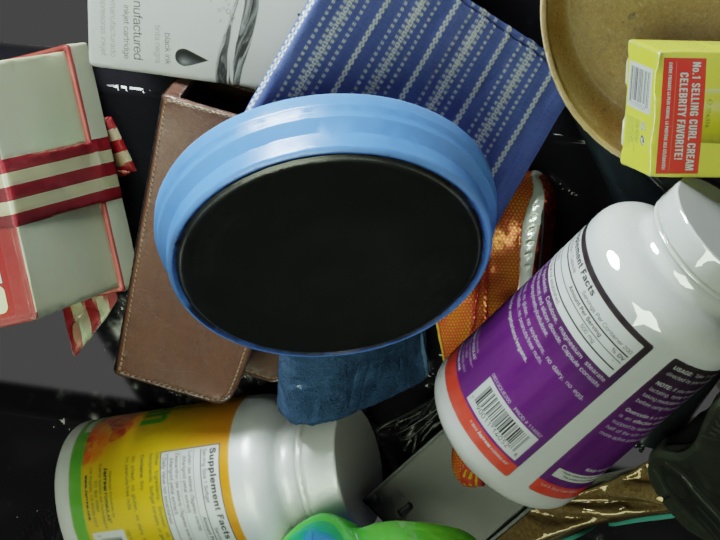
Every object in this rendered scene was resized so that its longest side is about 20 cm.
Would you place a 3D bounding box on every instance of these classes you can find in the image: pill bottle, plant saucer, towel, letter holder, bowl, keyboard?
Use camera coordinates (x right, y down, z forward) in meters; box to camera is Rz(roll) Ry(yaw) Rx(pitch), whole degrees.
[{"bbox_3d":[-0.092,0.142,1.670,0.199,0.111,0.112,-10,111,21],"label":"pill bottle"},{"bbox_3d":[0.191,-0.155,1.440,0.199,0.035,0.202,-3,103,-15],"label":"plant saucer"},{"bbox_3d":[0.141,0.039,1.438,0.112,0.113,0.200,43,119,-5],"label":"pill bottle"},{"bbox_3d":[0.029,-0.096,1.474,0.200,0.024,0.145,30,89,-37],"label":"towel"},{"bbox_3d":[-0.061,-0.021,1.590,0.141,0.101,0.201,17,119,7],"label":"letter holder"},{"bbox_3d":[-0.019,-0.020,1.448,0.199,0.040,0.201,-4,141,-3],"label":"bowl"},{"bbox_3d":[0.000,0.000,1.568,0.048,0.111,0.201,34,132,36],"label":"towel"},{"bbox_3d":[0.092,0.100,1.622,0.200,0.040,0.104,-41,89,10],"label":"keyboard"}]

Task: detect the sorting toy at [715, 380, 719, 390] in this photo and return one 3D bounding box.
[{"bbox_3d":[0.285,0.050,1.529,0.180,0.107,0.201,41,122,18],"label":"sorting toy"}]

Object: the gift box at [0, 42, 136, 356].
[{"bbox_3d":[-0.255,-0.030,1.595,0.183,0.187,0.201,-6,97,18],"label":"gift box"}]

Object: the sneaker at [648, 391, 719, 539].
[{"bbox_3d":[0.239,0.092,1.479,0.076,0.114,0.200,48,156,13],"label":"sneaker"}]

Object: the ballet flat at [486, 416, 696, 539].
[{"bbox_3d":[0.145,0.141,1.627,0.199,0.068,0.073,-20,87,25],"label":"ballet flat"}]

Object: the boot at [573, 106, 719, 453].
[{"bbox_3d":[0.159,-0.007,1.524,0.200,0.076,0.168,48,124,10],"label":"boot"}]

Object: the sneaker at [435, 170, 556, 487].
[{"bbox_3d":[0.075,0.034,1.569,0.077,0.073,0.201,7,87,14],"label":"sneaker"}]

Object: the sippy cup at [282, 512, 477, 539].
[{"bbox_3d":[0.010,0.238,1.591,0.130,0.140,0.178,25,157,-26],"label":"sippy cup"}]

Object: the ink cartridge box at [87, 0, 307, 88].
[{"bbox_3d":[-0.059,-0.191,1.516,0.199,0.086,0.147,9,117,15],"label":"ink cartridge box"}]

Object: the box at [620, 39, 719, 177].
[{"bbox_3d":[0.249,-0.091,1.424,0.199,0.050,0.076,1,102,-15],"label":"box"}]
